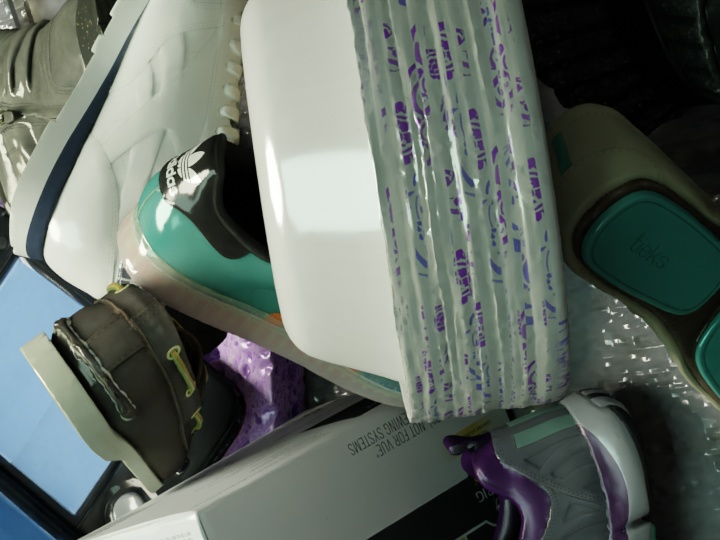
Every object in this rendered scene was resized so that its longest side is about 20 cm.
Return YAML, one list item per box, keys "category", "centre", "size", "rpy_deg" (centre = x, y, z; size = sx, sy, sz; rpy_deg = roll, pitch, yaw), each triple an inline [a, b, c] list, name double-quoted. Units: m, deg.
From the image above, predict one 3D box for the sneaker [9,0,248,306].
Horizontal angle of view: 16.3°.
- category: "sneaker"
  centre: [-0.083, -0.080, 1.146]
  size: [0.080, 0.076, 0.201]
  rpy_deg: [25, 82, 10]

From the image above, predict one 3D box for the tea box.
- category: "tea box"
  centre: [-0.009, 0.172, 1.139]
  size: [0.133, 0.199, 0.198]
  rpy_deg: [-21, 92, 45]

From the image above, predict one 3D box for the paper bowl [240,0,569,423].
- category: "paper bowl"
  centre: [0.014, -0.043, 0.949]
  size: [0.104, 0.201, 0.202]
  rpy_deg: [-8, 107, 0]

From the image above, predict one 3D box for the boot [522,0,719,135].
- category: "boot"
  centre: [0.151, -0.070, 0.971]
  size: [0.157, 0.079, 0.212]
  rpy_deg: [-26, 82, 41]

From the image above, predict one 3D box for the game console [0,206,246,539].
- category: "game console"
  centre: [-0.188, 0.071, 1.228]
  size: [0.200, 0.119, 0.173]
  rpy_deg: [36, 93, 26]

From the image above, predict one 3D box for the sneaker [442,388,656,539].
- category: "sneaker"
  centre: [0.092, 0.156, 1.108]
  size: [0.074, 0.087, 0.201]
  rpy_deg: [-166, 63, -79]

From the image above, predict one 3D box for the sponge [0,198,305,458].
- category: "sponge"
  centre: [-0.111, 0.034, 1.294]
  size: [0.199, 0.030, 0.112]
  rpy_deg: [17, 118, 37]

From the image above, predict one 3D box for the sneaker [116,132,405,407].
- category: "sneaker"
  centre: [0.000, 0.000, 1.080]
  size: [0.080, 0.199, 0.072]
  rpy_deg: [-46, 33, 45]

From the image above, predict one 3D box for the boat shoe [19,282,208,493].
- category: "boat shoe"
  centre: [-0.095, 0.050, 1.108]
  size: [0.072, 0.060, 0.201]
  rpy_deg: [52, 177, 9]

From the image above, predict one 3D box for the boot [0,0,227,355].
- category: "boot"
  centre: [-0.128, -0.041, 1.246]
  size: [0.130, 0.067, 0.201]
  rpy_deg: [-24, 74, 48]

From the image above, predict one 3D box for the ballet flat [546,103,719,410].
- category: "ballet flat"
  centre: [0.129, -0.002, 0.983]
  size: [0.069, 0.070, 0.200]
  rpy_deg: [9, 158, 40]
